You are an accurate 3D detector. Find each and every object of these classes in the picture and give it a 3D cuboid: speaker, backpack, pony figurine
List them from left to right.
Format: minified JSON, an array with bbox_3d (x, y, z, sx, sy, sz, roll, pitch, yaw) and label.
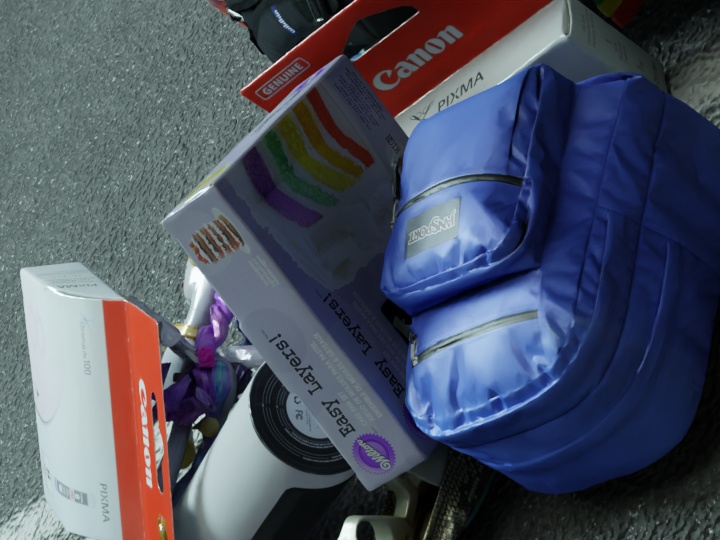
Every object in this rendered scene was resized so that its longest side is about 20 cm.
[{"bbox_3d":[-0.104,0.070,1.417,0.193,0.166,0.201,32,106,67],"label":"pony figurine"},{"bbox_3d":[-0.057,0.126,1.275,0.200,0.081,0.082,123,159,-53],"label":"speaker"},{"bbox_3d":[-0.028,-0.199,1.389,0.154,0.163,0.200,-42,0,-27],"label":"backpack"},{"bbox_3d":[0.095,0.009,1.147,0.162,0.167,0.201,-28,45,50],"label":"backpack"}]

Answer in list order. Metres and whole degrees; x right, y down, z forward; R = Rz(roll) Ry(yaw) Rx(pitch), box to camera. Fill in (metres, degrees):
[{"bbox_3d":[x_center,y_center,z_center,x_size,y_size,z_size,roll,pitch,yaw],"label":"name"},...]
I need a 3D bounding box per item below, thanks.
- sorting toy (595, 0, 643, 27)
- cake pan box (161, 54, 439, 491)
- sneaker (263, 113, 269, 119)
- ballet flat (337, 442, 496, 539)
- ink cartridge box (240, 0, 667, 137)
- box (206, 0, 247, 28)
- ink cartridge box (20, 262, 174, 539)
[{"bbox_3d":[0.193,-0.239,1.287,0.199,0.069,0.200,-12,49,50],"label":"sorting toy"},{"bbox_3d":[0.000,0.000,1.211,0.052,0.200,0.184,-31,10,37],"label":"cake pan box"},{"bbox_3d":[-0.021,-0.114,1.516,0.200,0.077,0.085,-40,30,12],"label":"sneaker"},{"bbox_3d":[0.025,0.147,1.211,0.068,0.075,0.201,-8,57,56],"label":"ballet flat"},{"bbox_3d":[0.054,-0.100,1.286,0.200,0.173,0.044,-34,40,34],"label":"ink cartridge box"},{"bbox_3d":[-0.076,-0.280,1.704,0.103,0.094,0.201,-45,34,21],"label":"box"},{"bbox_3d":[-0.166,0.091,1.343,0.200,0.057,0.164,-146,51,-71],"label":"ink cartridge box"}]
